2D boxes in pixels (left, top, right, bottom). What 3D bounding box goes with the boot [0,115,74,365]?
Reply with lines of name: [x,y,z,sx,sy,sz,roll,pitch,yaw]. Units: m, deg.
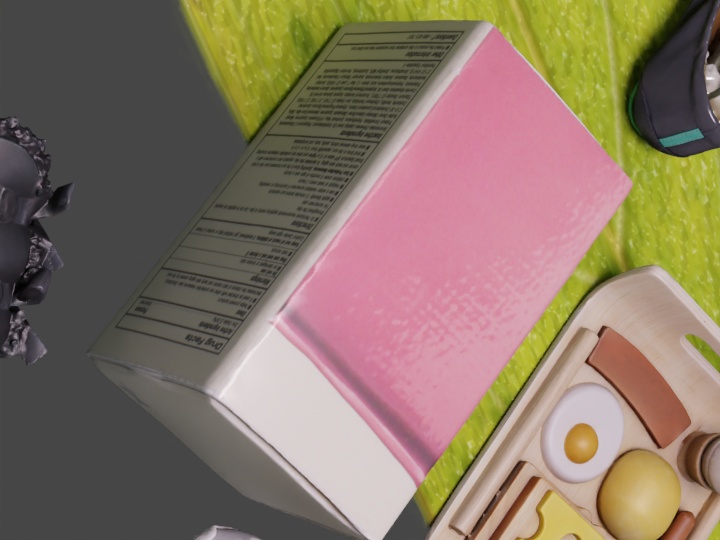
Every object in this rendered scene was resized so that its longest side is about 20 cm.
boot: [-0.211,0.008,0.859,0.197,0.073,0.164,10,91,-37]

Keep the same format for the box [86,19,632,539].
box: [0.000,0.000,0.949,0.109,0.128,0.200,44,74,-26]

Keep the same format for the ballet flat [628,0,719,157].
ballet flat: [0.207,-0.141,1.092,0.073,0.073,0.201,39,75,-27]

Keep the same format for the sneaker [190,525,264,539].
sneaker: [-0.019,0.199,0.985,0.078,0.077,0.201,-39,110,-20]

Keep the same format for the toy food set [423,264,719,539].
toy food set: [0.129,0.119,1.073,0.143,0.060,0.200,43,73,-26]
